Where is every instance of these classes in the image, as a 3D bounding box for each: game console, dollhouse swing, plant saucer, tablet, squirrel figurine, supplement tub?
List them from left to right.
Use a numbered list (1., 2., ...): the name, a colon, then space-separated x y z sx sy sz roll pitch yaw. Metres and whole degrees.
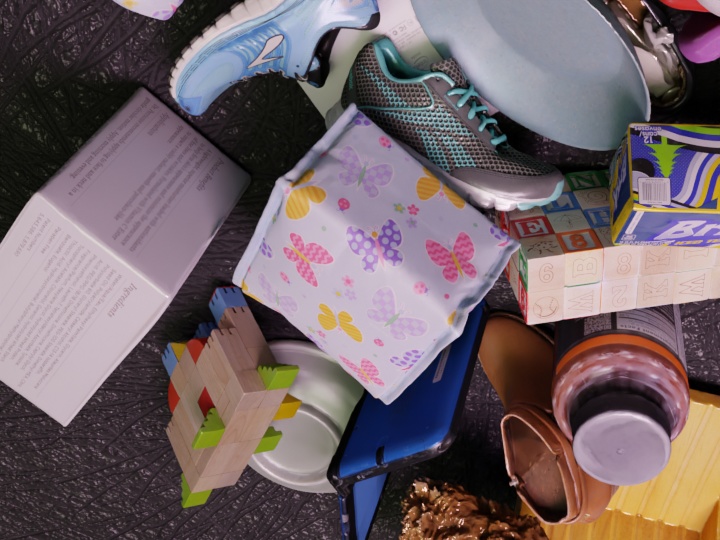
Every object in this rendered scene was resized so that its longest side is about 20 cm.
1. plant saucer: -0.062 0.166 1.024 0.196 0.050 0.203 7 125 11
2. game console: 0.051 0.144 0.883 0.169 0.201 0.119 -24 114 30
3. tablet: 0.052 -0.164 0.797 0.198 0.014 0.131 -28 111 30
4. squirrel figurine: 0.083 0.279 0.906 0.186 0.140 0.204 23 111 49
5. plant saucer: 0.123 -0.165 0.696 0.200 0.039 0.201 37 168 9
6. supplement tub: 0.205 0.075 0.794 0.105 0.201 0.108 6 124 10
7. dollhouse swing: 0.248 0.222 0.910 0.197 0.184 0.177 14 146 7

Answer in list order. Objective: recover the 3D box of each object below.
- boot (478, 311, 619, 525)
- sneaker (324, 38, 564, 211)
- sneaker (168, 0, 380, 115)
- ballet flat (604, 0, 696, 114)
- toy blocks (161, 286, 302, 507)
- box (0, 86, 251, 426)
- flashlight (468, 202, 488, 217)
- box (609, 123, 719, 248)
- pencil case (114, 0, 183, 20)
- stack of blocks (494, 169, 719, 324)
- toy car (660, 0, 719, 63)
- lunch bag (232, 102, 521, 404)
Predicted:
1. boot: 0.142 0.117 0.834 0.074 0.154 0.201 -43 69 20
2. sneaker: 0.067 -0.113 0.760 0.198 0.078 0.092 25 117 14
3. sneaker: -0.069 -0.171 0.781 0.198 0.079 0.090 -29 105 30
4. ballet flat: 0.174 -0.189 0.712 0.073 0.073 0.200 -33 109 31
5. toy blocks: -0.143 0.111 0.969 0.099 0.138 0.201 -3 137 -38
6. box: -0.220 -0.014 0.857 0.130 0.200 0.200 38 124 -11
7. flashlight: 0.015 -0.032 0.867 0.198 0.068 0.069 -26 76 24
8. box: 0.274 -0.055 0.676 0.196 0.065 0.070 2 161 3
9. pencil case: -0.125 -0.280 0.728 0.091 0.083 0.200 42 124 -7
10. stack of blocks: 0.212 -0.028 0.777 0.196 0.116 0.059 -7 124 -2
11. toy car: 0.262 -0.188 0.644 0.201 0.176 0.149 50 150 -19
12. lunch bag: 0.000 0.000 0.772 0.169 0.127 0.200 38 145 3
